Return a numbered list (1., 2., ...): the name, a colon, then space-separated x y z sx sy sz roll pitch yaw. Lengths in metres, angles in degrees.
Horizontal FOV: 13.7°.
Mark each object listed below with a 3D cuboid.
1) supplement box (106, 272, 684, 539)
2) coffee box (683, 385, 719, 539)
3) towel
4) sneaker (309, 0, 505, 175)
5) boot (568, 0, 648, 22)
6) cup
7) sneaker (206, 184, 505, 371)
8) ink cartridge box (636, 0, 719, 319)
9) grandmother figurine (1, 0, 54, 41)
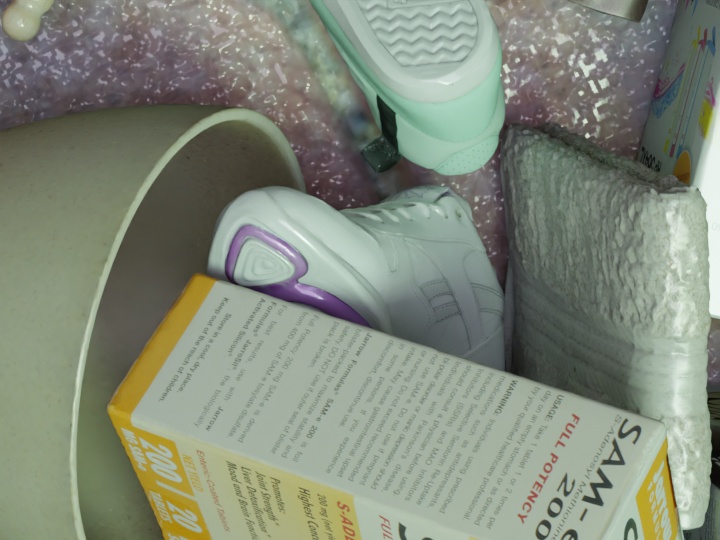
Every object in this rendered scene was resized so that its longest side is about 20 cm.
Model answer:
1. supplement box: 0.017 0.090 1.121 0.200 0.126 0.074 17 58 25
2. coffee box: 0.172 0.105 1.209 0.113 0.200 0.080 0 100 -10
3. towel: 0.093 0.016 1.195 0.034 0.200 0.133 -5 101 -14
4. sneaker: -0.004 -0.127 1.228 0.074 0.118 0.201 -26 65 -5
5. boot: 0.063 -0.211 1.217 0.200 0.072 0.167 27 104 0
6. cup: -0.126 0.021 1.200 0.143 0.200 0.201 12 100 22
7. sneaker: 0.000 0.000 1.206 0.075 0.200 0.100 -2 67 27
8. ink cartridge box: 0.188 -0.053 1.223 0.125 0.129 0.201 14 98 -6
9. grandmother figurine: -0.161 -0.153 1.221 0.200 0.061 0.121 -37 109 0
